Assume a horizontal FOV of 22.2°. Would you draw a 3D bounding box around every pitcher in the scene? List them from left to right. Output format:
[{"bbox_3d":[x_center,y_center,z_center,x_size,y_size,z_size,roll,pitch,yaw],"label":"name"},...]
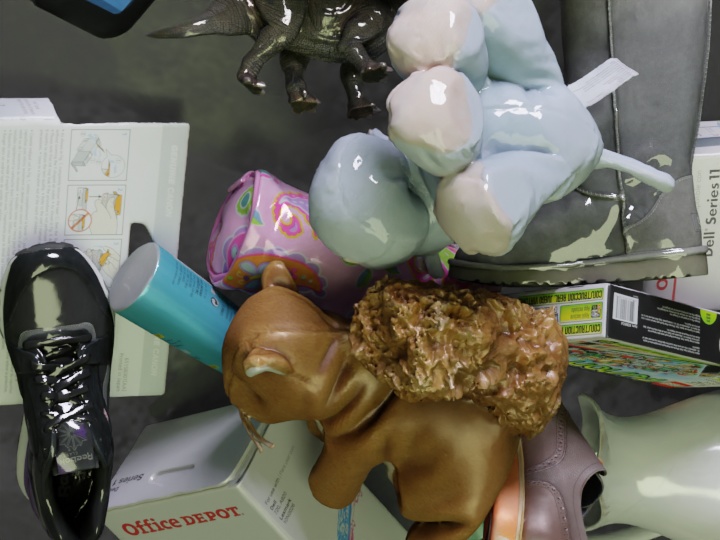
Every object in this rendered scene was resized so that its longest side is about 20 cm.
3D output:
[{"bbox_3d":[0.239,0.157,1.312,0.198,0.122,0.172,2,145,-11],"label":"pitcher"}]

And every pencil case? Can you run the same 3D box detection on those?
[{"bbox_3d":[0.000,0.000,1.204,0.198,0.088,0.088,19,110,-19],"label":"pencil case"}]

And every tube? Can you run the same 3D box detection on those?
[{"bbox_3d":[-0.073,0.053,1.204,0.199,0.078,0.051,35,99,-29],"label":"tube"}]

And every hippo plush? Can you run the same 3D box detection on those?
[{"bbox_3d":[0.048,-0.080,1.084,0.199,0.160,0.161,-20,90,-46],"label":"hippo plush"}]

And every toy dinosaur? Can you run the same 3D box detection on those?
[{"bbox_3d":[-0.029,-0.153,1.133,0.198,0.103,0.077,-4,155,4],"label":"toy dinosaur"}]

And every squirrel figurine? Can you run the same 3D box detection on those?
[{"bbox_3d":[0.017,0.058,1.112,0.186,0.142,0.200,32,133,-14],"label":"squirrel figurine"}]

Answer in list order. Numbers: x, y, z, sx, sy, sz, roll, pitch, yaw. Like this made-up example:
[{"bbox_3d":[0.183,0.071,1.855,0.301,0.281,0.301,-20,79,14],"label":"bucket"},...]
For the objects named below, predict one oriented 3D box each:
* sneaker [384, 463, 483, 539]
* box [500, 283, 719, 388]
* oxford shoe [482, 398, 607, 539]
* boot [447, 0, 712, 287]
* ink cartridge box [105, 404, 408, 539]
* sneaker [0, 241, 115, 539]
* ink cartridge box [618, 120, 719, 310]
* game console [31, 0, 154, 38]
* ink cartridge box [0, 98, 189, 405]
[{"bbox_3d":[0.068,0.173,1.259,0.117,0.074,0.202,9,69,-14],"label":"sneaker"},{"bbox_3d":[0.186,0.046,1.207,0.199,0.110,0.035,13,76,-40],"label":"box"},{"bbox_3d":[0.122,0.125,1.186,0.072,0.201,0.072,9,130,3],"label":"oxford shoe"},{"bbox_3d":[0.138,-0.092,1.160,0.180,0.073,0.202,-5,91,6],"label":"boot"},{"bbox_3d":[-0.058,0.187,1.240,0.144,0.084,0.200,-16,124,40],"label":"ink cartridge box"},{"bbox_3d":[-0.181,0.083,1.159,0.075,0.088,0.202,-10,118,-16],"label":"sneaker"},{"bbox_3d":[0.238,-0.037,1.238,0.198,0.067,0.118,-4,115,-9],"label":"ink cartridge box"},{"bbox_3d":[-0.147,-0.207,1.025,0.116,0.176,0.200,41,115,-9],"label":"game console"},{"bbox_3d":[-0.206,-0.011,1.180,0.172,0.044,0.202,-2,115,-22],"label":"ink cartridge box"}]
